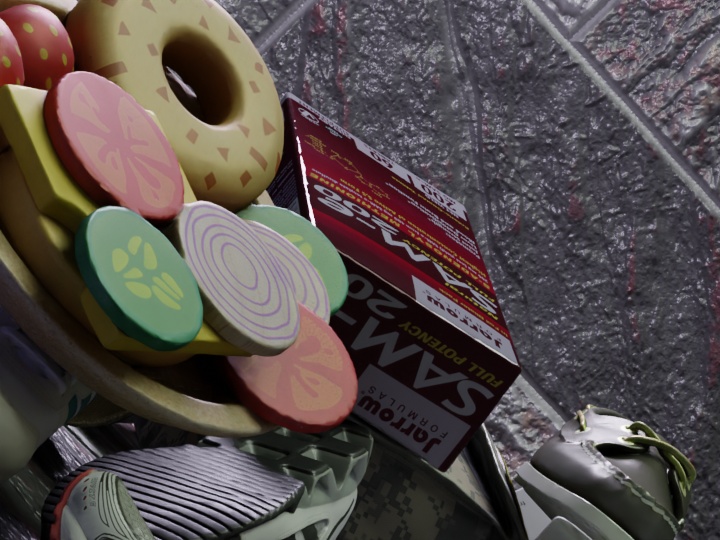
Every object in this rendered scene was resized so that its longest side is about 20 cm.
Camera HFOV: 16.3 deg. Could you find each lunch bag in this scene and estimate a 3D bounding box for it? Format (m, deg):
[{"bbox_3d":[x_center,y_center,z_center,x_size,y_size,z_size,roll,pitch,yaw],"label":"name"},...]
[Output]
[{"bbox_3d":[0.005,0.102,1.147,0.200,0.118,0.164,34,14,-21],"label":"lunch bag"}]

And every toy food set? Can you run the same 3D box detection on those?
[{"bbox_3d":[-0.075,-0.026,0.887,0.200,0.049,0.198,6,52,-59],"label":"toy food set"}]

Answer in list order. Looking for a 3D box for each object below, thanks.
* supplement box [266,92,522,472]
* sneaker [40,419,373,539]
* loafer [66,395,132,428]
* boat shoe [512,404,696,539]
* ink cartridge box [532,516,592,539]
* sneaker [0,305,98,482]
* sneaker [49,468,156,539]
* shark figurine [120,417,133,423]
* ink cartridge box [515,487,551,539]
[{"bbox_3d":[0.000,0.000,1.106,0.109,0.061,0.200,32,16,-16],"label":"supplement box"},{"bbox_3d":[-0.056,0.111,0.950,0.074,0.089,0.200,18,12,25],"label":"sneaker"},{"bbox_3d":[-0.158,0.008,1.014,0.200,0.076,0.067,35,5,-27],"label":"loafer"},{"bbox_3d":[0.110,0.093,1.096,0.072,0.060,0.202,46,-1,0],"label":"boat shoe"},{"bbox_3d":[0.084,0.202,1.017,0.084,0.146,0.200,43,-3,29],"label":"ink cartridge box"},{"bbox_3d":[-0.118,0.021,0.883,0.070,0.093,0.200,56,-3,-5],"label":"sneaker"},{"bbox_3d":[-0.019,0.135,0.788,0.200,0.082,0.078,45,-1,7],"label":"sneaker"},{"bbox_3d":[-0.112,0.039,1.273,0.089,0.214,0.129,0,64,-35],"label":"shark figurine"},{"bbox_3d":[0.110,0.235,1.303,0.200,0.086,0.147,54,-14,32],"label":"ink cartridge box"}]
